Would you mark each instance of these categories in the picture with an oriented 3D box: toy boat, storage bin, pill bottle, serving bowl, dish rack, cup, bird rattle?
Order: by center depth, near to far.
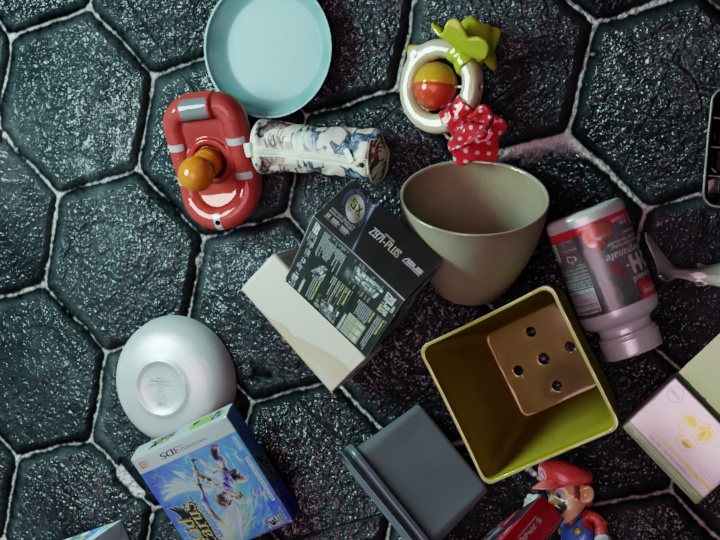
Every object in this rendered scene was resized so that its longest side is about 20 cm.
[{"bbox_3d":[0.546,-0.153,1.604,0.197,0.055,0.156,6,99,17],"label":"dish rack"},{"bbox_3d":[0.331,0.014,1.664,0.110,0.111,0.202,-20,91,19],"label":"pill bottle"},{"bbox_3d":[0.151,-0.039,1.688,0.198,0.201,0.145,10,124,16],"label":"cup"},{"bbox_3d":[0.128,-0.247,1.717,0.162,0.112,0.203,6,102,38],"label":"bird rattle"},{"bbox_3d":[0.079,0.296,1.778,0.134,0.146,0.201,-38,84,-9],"label":"storage bin"},{"bbox_3d":[-0.222,-0.150,1.795,0.129,0.131,0.202,-5,114,20],"label":"toy boat"},{"bbox_3d":[-0.292,0.174,1.906,0.198,0.066,0.203,3,99,17],"label":"serving bowl"}]

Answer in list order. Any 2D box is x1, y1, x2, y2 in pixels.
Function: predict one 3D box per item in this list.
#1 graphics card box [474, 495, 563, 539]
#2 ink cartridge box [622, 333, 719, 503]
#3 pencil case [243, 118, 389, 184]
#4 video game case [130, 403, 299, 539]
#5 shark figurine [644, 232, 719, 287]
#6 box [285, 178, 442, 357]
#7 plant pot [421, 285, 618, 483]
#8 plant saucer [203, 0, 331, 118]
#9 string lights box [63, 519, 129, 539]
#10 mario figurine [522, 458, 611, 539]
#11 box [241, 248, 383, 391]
[{"bbox_3d":[0.179,0.395,1.713,0.051,0.125,0.200,47,137,6],"label":"graphics card box"},{"bbox_3d":[0.473,0.192,1.675,0.146,0.048,0.200,46,110,8],"label":"ink cartridge box"},{"bbox_3d":[-0.062,-0.170,1.777,0.198,0.089,0.079,7,100,18],"label":"pencil case"},{"bbox_3d":[-0.219,0.323,1.885,0.180,0.046,0.201,-25,105,20],"label":"video game case"},{"bbox_3d":[0.492,-0.019,1.641,0.212,0.128,0.091,-4,70,35],"label":"shark figurine"},{"bbox_3d":[0.000,0.000,1.679,0.164,0.086,0.200,42,152,8],"label":"box"},{"bbox_3d":[0.230,0.137,1.674,0.199,0.176,0.202,-27,88,22],"label":"plant pot"},{"bbox_3d":[-0.130,-0.322,1.807,0.197,0.036,0.203,3,98,17],"label":"plant saucer"},{"bbox_3d":[-0.472,0.466,1.981,0.198,0.103,0.060,-21,91,18],"label":"string lights box"},{"bbox_3d":[0.286,0.359,1.726,0.122,0.106,0.202,-21,92,21],"label":"mario figurine"},{"bbox_3d":[-0.069,0.068,1.808,0.078,0.095,0.200,-44,81,18],"label":"box"}]
